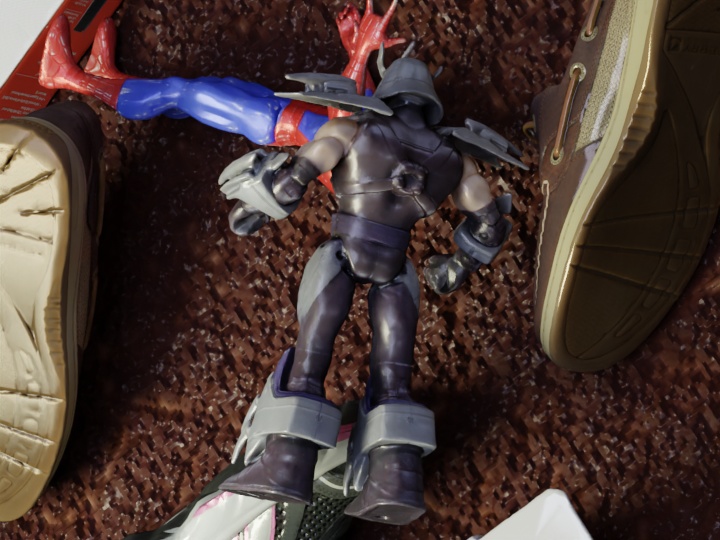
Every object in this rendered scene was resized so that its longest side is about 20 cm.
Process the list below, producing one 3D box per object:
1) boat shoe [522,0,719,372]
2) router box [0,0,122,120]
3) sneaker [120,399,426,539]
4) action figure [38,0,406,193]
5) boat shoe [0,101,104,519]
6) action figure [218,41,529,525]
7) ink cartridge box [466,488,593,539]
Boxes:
[{"bbox_3d":[0.108,-0.058,1.227,0.072,0.072,0.200,30,111,52],"label":"boat shoe"},{"bbox_3d":[-0.197,-0.175,1.365,0.200,0.049,0.180,41,102,20],"label":"router box"},{"bbox_3d":[-0.048,0.134,1.279,0.200,0.080,0.086,-34,97,17],"label":"sneaker"},{"bbox_3d":[-0.038,-0.094,1.282,0.200,0.065,0.099,23,104,23],"label":"action figure"},{"bbox_3d":[-0.148,0.017,1.315,0.072,0.072,0.200,16,116,16],"label":"boat shoe"},{"bbox_3d":[0.000,0.000,1.201,0.130,0.069,0.200,14,80,-16],"label":"action figure"},{"bbox_3d":[0.045,0.190,1.227,0.200,0.068,0.115,-37,74,17],"label":"ink cartridge box"}]
